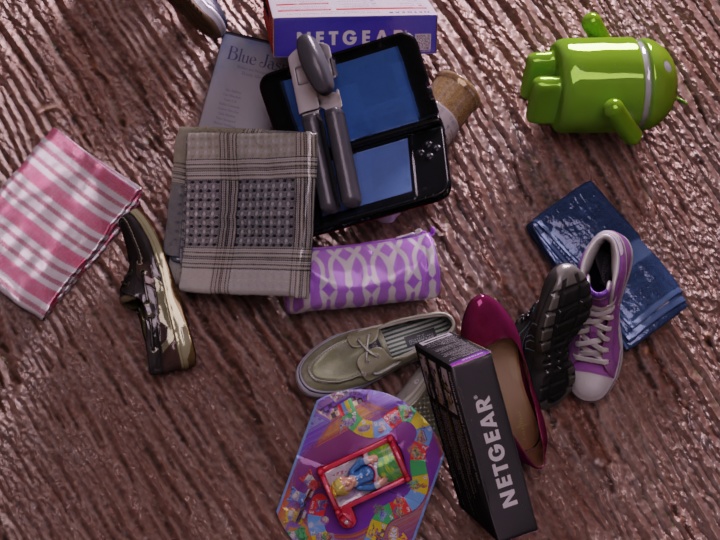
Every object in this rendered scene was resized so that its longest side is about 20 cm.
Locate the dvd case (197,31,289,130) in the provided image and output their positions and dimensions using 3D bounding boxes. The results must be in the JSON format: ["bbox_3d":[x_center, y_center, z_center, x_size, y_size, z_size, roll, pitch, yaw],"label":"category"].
[{"bbox_3d":[-0.124,-0.194,1.790,0.141,0.018,0.202,12,69,0],"label":"dvd case"}]

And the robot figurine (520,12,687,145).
[{"bbox_3d":[0.302,-0.229,1.791,0.198,0.116,0.177,-2,50,-6],"label":"robot figurine"}]

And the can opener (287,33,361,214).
[{"bbox_3d":[-0.046,-0.168,1.643,0.053,0.067,0.202,-14,80,14],"label":"can opener"}]

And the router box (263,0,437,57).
[{"bbox_3d":[-0.017,-0.310,1.769,0.198,0.049,0.180,-2,24,-6],"label":"router box"}]

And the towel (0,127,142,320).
[{"bbox_3d":[-0.371,-0.059,1.710,0.146,0.030,0.201,34,70,8],"label":"towel"}]

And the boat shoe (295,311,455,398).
[{"bbox_3d":[0.018,0.089,1.673,0.198,0.062,0.073,-21,72,-12],"label":"boat shoe"}]

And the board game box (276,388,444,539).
[{"bbox_3d":[0.001,0.234,1.595,0.157,0.039,0.202,20,88,1],"label":"board game box"}]

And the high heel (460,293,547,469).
[{"bbox_3d":[0.167,0.123,1.598,0.067,0.201,0.096,-26,31,-5],"label":"high heel"}]

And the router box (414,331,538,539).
[{"bbox_3d":[0.124,0.177,1.564,0.051,0.149,0.202,-18,100,-10],"label":"router box"}]

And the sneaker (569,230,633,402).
[{"bbox_3d":[0.264,0.054,1.652,0.072,0.114,0.203,6,92,15],"label":"sneaker"}]

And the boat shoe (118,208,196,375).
[{"bbox_3d":[-0.247,0.024,1.667,0.064,0.073,0.201,-18,72,-17],"label":"boat shoe"}]

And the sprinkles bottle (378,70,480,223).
[{"bbox_3d":[0.068,-0.153,1.766,0.068,0.068,0.201,34,70,8],"label":"sprinkles bottle"}]

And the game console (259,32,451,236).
[{"bbox_3d":[-0.009,-0.154,1.675,0.198,0.119,0.174,-15,49,14],"label":"game console"}]

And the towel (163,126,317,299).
[{"bbox_3d":[-0.141,-0.068,1.656,0.198,0.034,0.195,4,91,29],"label":"towel"}]

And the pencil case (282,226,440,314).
[{"bbox_3d":[0.000,0.000,1.692,0.198,0.084,0.086,-8,104,-9],"label":"pencil case"}]

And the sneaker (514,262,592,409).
[{"bbox_3d":[0.204,0.067,1.632,0.075,0.201,0.079,-19,45,-28],"label":"sneaker"}]

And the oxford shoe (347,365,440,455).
[{"bbox_3d":[0.057,0.168,1.654,0.075,0.058,0.200,44,84,-17],"label":"oxford shoe"}]

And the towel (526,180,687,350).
[{"bbox_3d":[0.298,-0.009,1.744,0.111,0.049,0.201,-33,76,-17],"label":"towel"}]

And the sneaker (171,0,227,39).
[{"bbox_3d":[-0.207,-0.391,1.830,0.108,0.070,0.200,-37,74,-15],"label":"sneaker"}]
